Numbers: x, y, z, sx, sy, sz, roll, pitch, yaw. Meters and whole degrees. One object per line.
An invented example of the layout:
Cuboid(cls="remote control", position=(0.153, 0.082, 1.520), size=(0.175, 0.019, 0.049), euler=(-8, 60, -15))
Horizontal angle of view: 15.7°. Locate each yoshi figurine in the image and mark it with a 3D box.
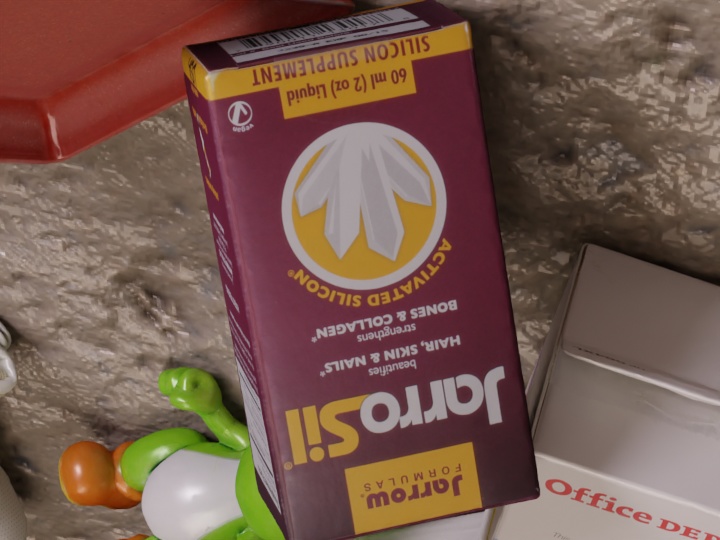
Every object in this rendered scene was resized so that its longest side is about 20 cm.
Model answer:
Cuboid(cls="yoshi figurine", position=(-0.067, 0.111, 1.303), size=(0.199, 0.112, 0.113), euler=(-15, 123, 30))

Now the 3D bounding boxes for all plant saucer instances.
Cuboid(cls="plant saucer", position=(-0.137, -0.096, 1.081), size=(0.199, 0.037, 0.199), euler=(-23, 164, 38))

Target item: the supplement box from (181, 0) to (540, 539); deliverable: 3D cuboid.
Cuboid(cls="supplement box", position=(0.000, 0.000, 1.073), size=(0.110, 0.086, 0.201), euler=(-12, 104, -8))

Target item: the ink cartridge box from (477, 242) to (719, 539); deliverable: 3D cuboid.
Cuboid(cls="ink cartridge box", position=(0.131, 0.095, 1.190), size=(0.128, 0.126, 0.201), euler=(18, 140, 1))

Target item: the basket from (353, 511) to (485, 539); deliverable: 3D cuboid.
Cuboid(cls="basket", position=(0.067, 0.230, 1.334), size=(0.135, 0.124, 0.201), euler=(-10, 139, -7))

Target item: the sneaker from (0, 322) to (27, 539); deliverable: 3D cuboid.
Cuboid(cls="sneaker", position=(-0.212, 0.083, 1.351), size=(0.115, 0.074, 0.200), euler=(-12, 129, 35))
